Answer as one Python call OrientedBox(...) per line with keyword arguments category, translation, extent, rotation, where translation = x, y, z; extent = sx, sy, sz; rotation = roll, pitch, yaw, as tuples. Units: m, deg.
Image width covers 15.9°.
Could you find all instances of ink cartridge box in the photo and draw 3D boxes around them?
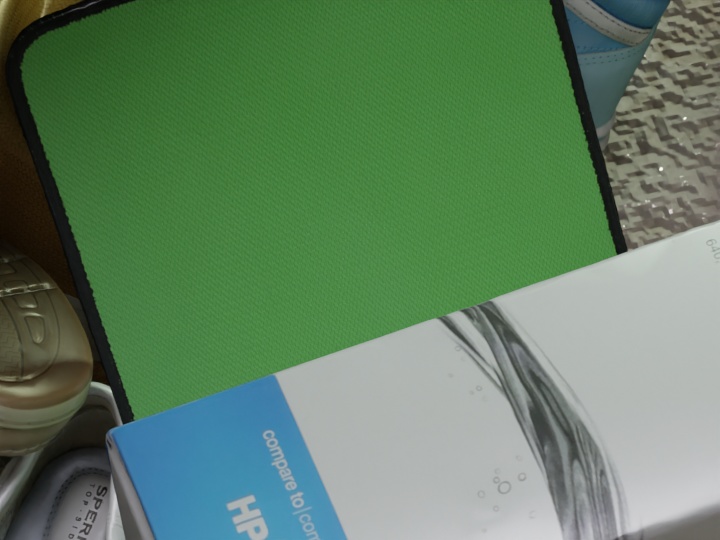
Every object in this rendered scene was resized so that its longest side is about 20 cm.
OrientedBox(category="ink cartridge box", translation=(0.043, 0.079, 0.692), extent=(0.199, 0.147, 0.086), rotation=(-18, 55, -10))

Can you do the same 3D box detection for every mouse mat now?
OrientedBox(category="mouse mat", translation=(0.000, 0.000, 0.742), extent=(0.160, 0.201, 0.008), rotation=(-20, 19, -12))

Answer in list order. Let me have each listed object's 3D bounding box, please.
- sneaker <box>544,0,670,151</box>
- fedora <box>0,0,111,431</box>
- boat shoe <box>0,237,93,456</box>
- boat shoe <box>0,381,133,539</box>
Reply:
OrientedBox(category="sneaker", translation=(0.013, -0.123, 0.772), extent=(0.199, 0.131, 0.080), rotation=(26, 32, -14))
OrientedBox(category="fedora", translation=(-0.074, -0.047, 0.821), extent=(0.199, 0.082, 0.202), rotation=(-1, 55, 1))
OrientedBox(category="boat shoe", translation=(-0.156, 0.015, 0.775), extent=(0.199, 0.065, 0.072), rotation=(27, 26, 35))
OrientedBox(category="boat shoe", translation=(-0.102, 0.120, 0.715), extent=(0.070, 0.069, 0.201), rotation=(8, 56, 8))
